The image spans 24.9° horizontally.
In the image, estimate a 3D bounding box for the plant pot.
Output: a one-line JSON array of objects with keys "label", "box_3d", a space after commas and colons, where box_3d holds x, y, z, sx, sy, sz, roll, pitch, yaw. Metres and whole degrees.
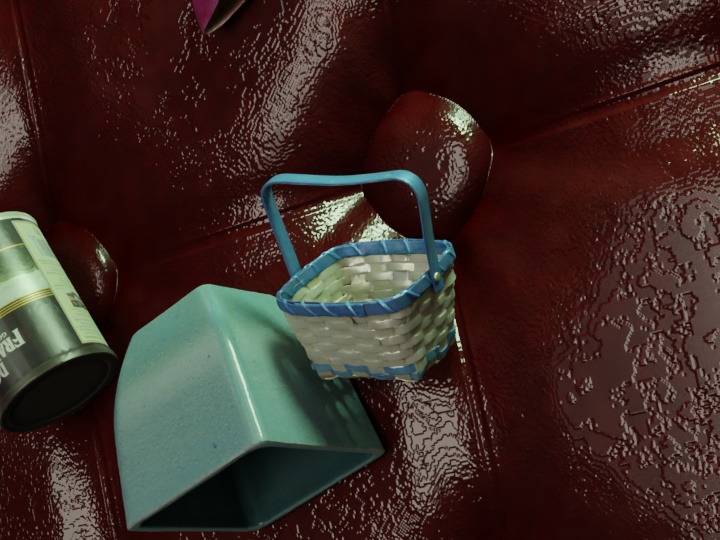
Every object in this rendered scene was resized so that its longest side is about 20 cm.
[{"label": "plant pot", "box_3d": [-0.129, 0.130, 1.632, 0.196, 0.195, 0.201, -34, 63, 30]}]

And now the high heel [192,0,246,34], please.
[{"label": "high heel", "box_3d": [-0.101, -0.309, 1.661, 0.199, 0.067, 0.097, -11, 75, 38]}]

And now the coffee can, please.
[{"label": "coffee can", "box_3d": [-0.380, 0.057, 1.815, 0.146, 0.146, 0.201, -45, 67, 26]}]

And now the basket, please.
[{"label": "basket", "box_3d": [0.000, 0.000, 1.551, 0.175, 0.139, 0.201, 3, 123, 33]}]
